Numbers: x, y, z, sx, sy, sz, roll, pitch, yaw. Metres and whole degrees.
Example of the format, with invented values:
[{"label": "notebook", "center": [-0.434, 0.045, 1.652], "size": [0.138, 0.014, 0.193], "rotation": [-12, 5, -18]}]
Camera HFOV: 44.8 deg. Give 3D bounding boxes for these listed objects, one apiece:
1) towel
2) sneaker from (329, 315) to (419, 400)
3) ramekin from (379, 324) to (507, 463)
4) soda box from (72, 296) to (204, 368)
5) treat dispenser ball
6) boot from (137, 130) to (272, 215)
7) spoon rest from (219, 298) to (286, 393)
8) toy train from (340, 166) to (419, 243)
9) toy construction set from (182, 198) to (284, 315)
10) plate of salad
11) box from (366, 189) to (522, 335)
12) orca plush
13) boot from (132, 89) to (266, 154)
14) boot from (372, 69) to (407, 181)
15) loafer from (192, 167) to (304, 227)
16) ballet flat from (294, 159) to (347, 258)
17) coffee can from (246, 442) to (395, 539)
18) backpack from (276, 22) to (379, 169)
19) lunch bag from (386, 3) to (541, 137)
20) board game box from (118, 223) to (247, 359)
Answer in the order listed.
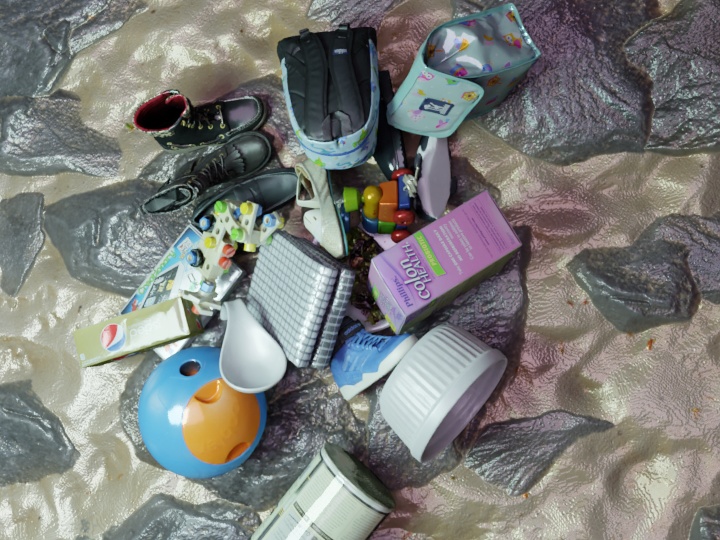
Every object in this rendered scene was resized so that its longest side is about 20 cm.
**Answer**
[{"label": "towel", "center": [-0.095, 0.041, 1.361], "size": [0.199, 0.085, 0.168], "rotation": [34, 111, 51]}, {"label": "sneaker", "center": [0.005, 0.116, 1.342], "size": [0.076, 0.200, 0.112], "rotation": [-28, 81, -36]}, {"label": "ramekin", "center": [0.118, 0.174, 1.301], "size": [0.105, 0.200, 0.201], "rotation": [40, 94, 20]}, {"label": "soda box", "center": [-0.361, 0.100, 1.427], "size": [0.197, 0.068, 0.065], "rotation": [-18, 84, 9]}, {"label": "treat dispenser ball", "center": [-0.246, 0.220, 1.363], "size": [0.197, 0.201, 0.204], "rotation": [-1, 86, 11]}, {"label": "boot", "center": [-0.243, -0.147, 1.397], "size": [0.198, 0.174, 0.070], "rotation": [-23, 107, 17]}, {"label": "spoon rest", "center": [-0.175, 0.109, 1.320], "size": [0.098, 0.061, 0.201], "rotation": [-14, 40, -15]}, {"label": "toy train", "center": [0.025, -0.111, 1.312], "size": [0.114, 0.200, 0.086], "rotation": [-1, 69, -1]}, {"label": "toy construction set", "center": [-0.211, -0.027, 1.368], "size": [0.131, 0.092, 0.201], "rotation": [35, 95, 34]}, {"label": "plate of salad", "center": [0.000, 0.000, 1.408], "size": [0.197, 0.048, 0.204], "rotation": [-1, 85, 11]}, {"label": "box", "center": [0.117, -0.007, 1.298], "size": [0.198, 0.176, 0.097], "rotation": [-32, 81, -8]}, {"label": "orca plush", "center": [0.096, -0.174, 1.391], "size": [0.070, 0.104, 0.204], "rotation": [-9, 87, 42]}, {"label": "boot", "center": [-0.262, -0.250, 1.425], "size": [0.197, 0.151, 0.074], "rotation": [-12, 84, 10]}, {"label": "boot", "center": [-0.016, -0.217, 1.410], "size": [0.165, 0.076, 0.203], "rotation": [-13, 77, 7]}, {"label": "loafer", "center": [-0.184, -0.114, 1.436], "size": [0.198, 0.070, 0.069], "rotation": [-20, 102, 10]}, {"label": "ballet flat", "center": [-0.066, -0.094, 1.359], "size": [0.061, 0.068, 0.202], "rotation": [-7, 51, -9]}, {"label": "coffee can", "center": [-0.062, 0.390, 1.342], "size": [0.146, 0.146, 0.201], "rotation": [40, 94, 11]}, {"label": "backpack", "center": [-0.038, -0.253, 1.319], "size": [0.160, 0.155, 0.202], "rotation": [-9, 50, -2]}, {"label": "lunch bag", "center": [0.142, -0.289, 1.303], "size": [0.198, 0.170, 0.123], "rotation": [-25, 81, -24]}, {"label": "board game box", "center": [-0.300, 0.039, 1.471], "size": [0.126, 0.035, 0.201], "rotation": [41, 95, 10]}]
